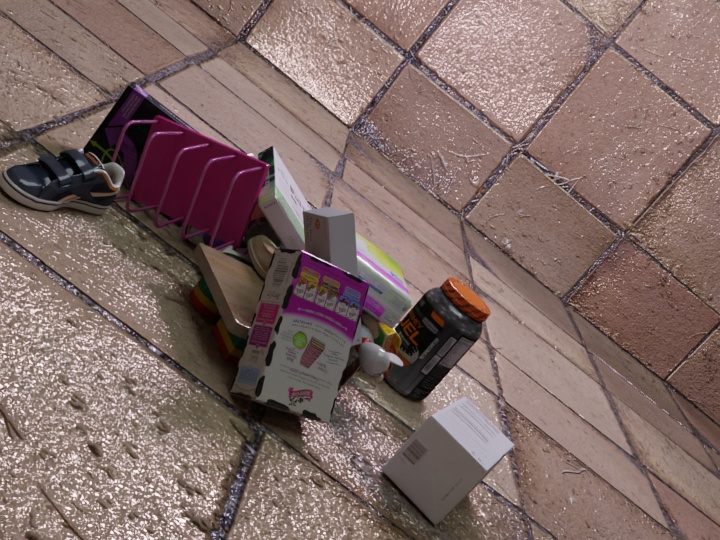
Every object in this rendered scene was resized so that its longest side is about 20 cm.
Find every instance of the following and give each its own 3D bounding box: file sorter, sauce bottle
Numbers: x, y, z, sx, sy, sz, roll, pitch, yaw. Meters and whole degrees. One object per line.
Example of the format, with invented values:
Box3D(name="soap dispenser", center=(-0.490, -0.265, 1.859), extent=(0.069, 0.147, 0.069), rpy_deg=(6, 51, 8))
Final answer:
Box3D(name="file sorter", center=(-0.268, -0.131, 1.524), extent=(0.199, 0.139, 0.125), rpy_deg=(24, 14, 10))
Box3D(name="sauce bottle", center=(-0.160, -0.092, 1.709), extent=(0.065, 0.065, 0.200), rpy_deg=(35, 20, -17))

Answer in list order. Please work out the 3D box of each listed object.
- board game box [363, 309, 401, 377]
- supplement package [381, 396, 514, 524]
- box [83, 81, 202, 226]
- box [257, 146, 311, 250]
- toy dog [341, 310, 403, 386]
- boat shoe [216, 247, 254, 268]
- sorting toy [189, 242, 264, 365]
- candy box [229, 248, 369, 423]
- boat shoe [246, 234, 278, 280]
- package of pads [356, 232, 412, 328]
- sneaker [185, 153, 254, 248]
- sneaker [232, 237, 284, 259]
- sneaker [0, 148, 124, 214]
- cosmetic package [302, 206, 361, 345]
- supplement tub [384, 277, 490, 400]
Box3D(name="board game box", center=(-0.003, 0.087, 1.731), extent=(0.030, 0.096, 0.200), rpy_deg=(-16, 49, -35))
Box3D(name="supplement package", center=(0.132, 0.272, 1.477), extent=(0.110, 0.114, 0.200), rpy_deg=(44, 14, 14))
Box3D(name="box", center=(-0.327, -0.185, 1.626), extent=(0.200, 0.143, 0.036), rpy_deg=(36, 17, -12))
Box3D(name="box", center=(-0.120, -0.102, 1.661), extent=(0.145, 0.036, 0.200), rpy_deg=(59, 9, -28))
Box3D(name="toy dog", center=(-0.001, 0.139, 1.592), extent=(0.200, 0.131, 0.097), rpy_deg=(-76, 154, -69))
Box3D(name="boat shoe", center=(-0.157, 0.023, 1.587), extent=(0.201, 0.072, 0.061), rpy_deg=(18, 28, -40))
Box3D(name="sorting toy", center=(-0.148, 0.075, 1.448), extent=(0.200, 0.070, 0.199), rpy_deg=(28, 18, -38))
Box3D(name="candy box", center=(-0.078, 0.087, 1.335), extent=(0.061, 0.201, 0.136), rpy_deg=(4, -17, 47))
Box3D(name="boat shoe", center=(-0.101, 0.005, 1.505), extent=(0.072, 0.065, 0.200), rpy_deg=(23, 22, -48))
Box3D(name="package of pads", center=(0.000, 0.000, 1.671), extent=(0.154, 0.068, 0.200), rpy_deg=(37, 11, -14))
Box3D(name="sneaker", center=(-0.219, -0.109, 1.679), extent=(0.083, 0.081, 0.200), rpy_deg=(36, 57, -18))
Box3D(name="sneaker", center=(-0.171, -0.039, 1.735), extent=(0.087, 0.075, 0.200), rpy_deg=(32, 14, -7))
Box3D(name="sneaker", center=(-0.408, -0.130, 1.396), extent=(0.078, 0.079, 0.200), rpy_deg=(45, 17, 17))
Box3D(name="cosmetic package", center=(-0.043, 0.010, 1.519), extent=(0.051, 0.201, 0.082), rpy_deg=(-11, 14, -31))
Box3D(name="supplement tub", center=(0.125, 0.116, 1.749), extent=(0.122, 0.200, 0.123), rpy_deg=(37, 14, -11))
